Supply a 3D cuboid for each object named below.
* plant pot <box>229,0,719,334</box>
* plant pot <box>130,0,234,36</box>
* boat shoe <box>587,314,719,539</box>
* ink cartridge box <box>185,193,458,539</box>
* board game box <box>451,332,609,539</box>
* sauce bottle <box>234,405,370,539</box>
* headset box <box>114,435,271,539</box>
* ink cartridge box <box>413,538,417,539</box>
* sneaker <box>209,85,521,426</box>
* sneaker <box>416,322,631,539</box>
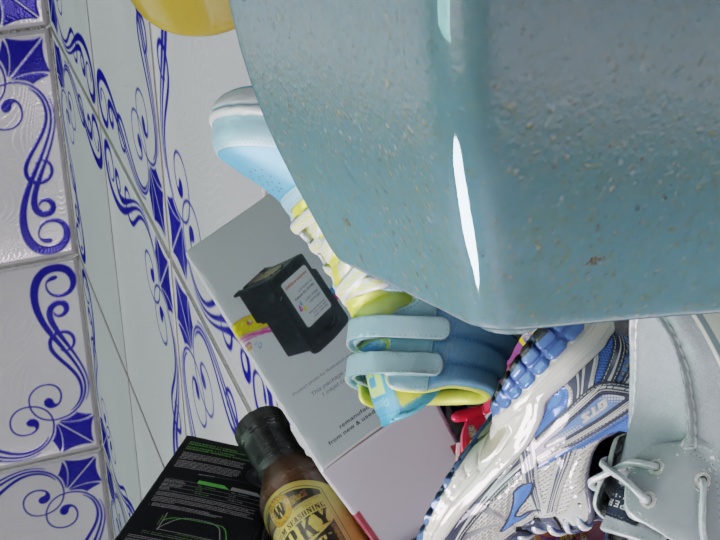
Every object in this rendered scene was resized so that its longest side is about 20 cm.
[{"bbox_3d":[0.066,-0.092,0.434,0.196,0.194,0.202,-154,63,-63],"label":"plant pot"},{"bbox_3d":[-0.134,-0.285,1.047,0.189,0.199,0.202,81,170,-59],"label":"plant pot"},{"bbox_3d":[0.137,0.101,0.589,0.070,0.071,0.203,164,95,-72],"label":"boat shoe"},{"bbox_3d":[-0.018,0.066,0.916,0.200,0.082,0.146,53,175,36],"label":"ink cartridge box"},{"bbox_3d":[0.087,0.098,0.794,0.158,0.039,0.202,-133,35,-60],"label":"board game box"},{"bbox_3d":[-0.030,0.177,0.951,0.200,0.064,0.065,53,150,39],"label":"sauce bottle"},{"bbox_3d":[-0.119,0.241,1.028,0.200,0.092,0.176,-61,-19,-73],"label":"headset box"},{"bbox_3d":[0.036,0.290,0.931,0.199,0.043,0.200,-29,61,25],"label":"ink cartridge box"},{"bbox_3d":[0.000,0.000,0.690,0.132,0.199,0.080,-68,10,-18],"label":"sneaker"},{"bbox_3d":[0.092,0.105,0.695,0.085,0.077,0.201,33,135,11],"label":"sneaker"}]
